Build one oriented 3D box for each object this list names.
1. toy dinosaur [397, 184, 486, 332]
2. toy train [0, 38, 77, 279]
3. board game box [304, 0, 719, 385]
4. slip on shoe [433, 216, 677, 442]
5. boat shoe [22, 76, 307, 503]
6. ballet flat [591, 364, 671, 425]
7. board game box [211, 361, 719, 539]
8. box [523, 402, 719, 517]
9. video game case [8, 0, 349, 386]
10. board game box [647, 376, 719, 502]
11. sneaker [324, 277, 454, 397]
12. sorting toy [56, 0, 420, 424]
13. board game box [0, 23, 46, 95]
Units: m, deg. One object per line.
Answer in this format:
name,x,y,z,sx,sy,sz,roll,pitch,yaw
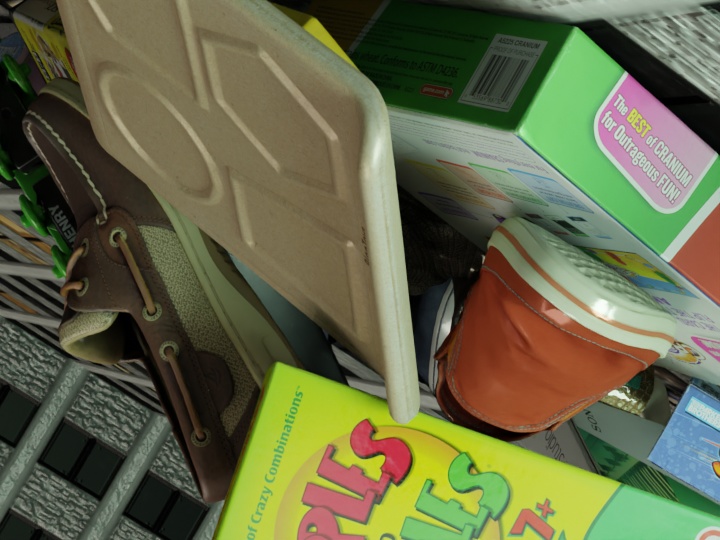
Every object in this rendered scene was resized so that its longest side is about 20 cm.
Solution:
toy dinosaur,-0.005,-0.024,1.060,0.199,0.077,0.103,18,150,41
toy train,-0.162,-0.071,1.198,0.201,0.042,0.056,57,180,13
board game box,0.082,-0.022,0.907,0.200,0.040,0.153,37,169,-34
slip on shoe,0.062,0.028,0.911,0.074,0.061,0.200,32,170,-1
boat shoe,-0.092,0.008,1.041,0.200,0.072,0.072,54,166,21
ballet flat,0.115,0.071,1.231,0.065,0.071,0.200,14,172,9
board game box,0.044,0.116,0.965,0.199,0.102,0.048,19,173,-3
box,0.176,0.126,1.106,0.199,0.037,0.145,19,-159,-20
video game case,-0.075,-0.022,1.127,0.201,0.025,0.181,63,165,-22
board game box,0.184,0.088,1.036,0.135,0.035,0.200,30,-175,7
sneaker,-0.001,0.002,1.180,0.145,0.077,0.202,27,172,5
sorting toy,-0.044,-0.057,0.908,0.200,0.036,0.186,43,160,26
board game box,-0.129,-0.060,1.362,0.199,0.044,0.200,34,170,-25
